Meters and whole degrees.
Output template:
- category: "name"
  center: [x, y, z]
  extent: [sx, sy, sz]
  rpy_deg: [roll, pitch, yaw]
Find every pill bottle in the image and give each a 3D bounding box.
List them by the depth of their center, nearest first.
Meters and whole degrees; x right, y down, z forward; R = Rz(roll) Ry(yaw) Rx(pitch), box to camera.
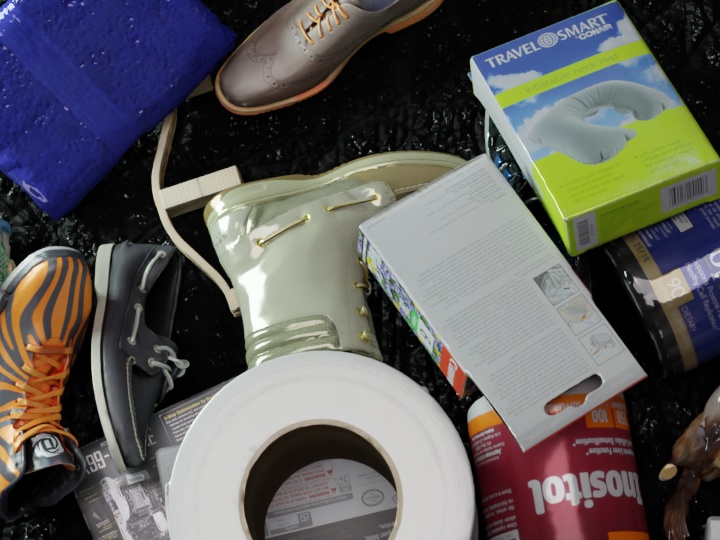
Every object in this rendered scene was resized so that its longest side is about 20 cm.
- category: "pill bottle"
  center: [0.144, 0.182, 1.672]
  extent: [0.113, 0.113, 0.200]
  rpy_deg: [-10, 76, 3]
- category: "pill bottle"
  center: [0.280, -0.013, 1.707]
  extent: [0.200, 0.112, 0.112]
  rpy_deg: [-26, 75, -1]

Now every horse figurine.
- category: "horse figurine"
  center: [0.266, 0.102, 1.686]
  extent: [0.050, 0.133, 0.200]
  rpy_deg: [37, 95, 10]

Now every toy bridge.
- category: "toy bridge"
  center: [-0.120, -0.059, 1.802]
  extent: [0.067, 0.027, 0.200]
  rpy_deg: [-19, 75, 1]

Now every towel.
- category: "towel"
  center: [-0.209, -0.154, 1.791]
  extent: [0.200, 0.050, 0.148]
  rpy_deg: [-43, 103, 8]

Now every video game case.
- category: "video game case"
  center: [-0.029, 0.191, 1.683]
  extent: [0.200, 0.023, 0.182]
  rpy_deg: [-13, 75, 0]

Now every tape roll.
- category: "tape roll"
  center: [-0.021, 0.165, 1.606]
  extent: [0.202, 0.139, 0.203]
  rpy_deg: [-1, 76, 3]

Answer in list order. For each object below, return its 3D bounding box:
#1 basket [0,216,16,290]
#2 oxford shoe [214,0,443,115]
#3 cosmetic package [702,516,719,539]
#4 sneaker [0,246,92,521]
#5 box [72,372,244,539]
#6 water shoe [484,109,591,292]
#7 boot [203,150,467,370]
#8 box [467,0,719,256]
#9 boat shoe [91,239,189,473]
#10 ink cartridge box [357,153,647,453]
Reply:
- category: "basket"
  center: [-0.327, 0.024, 1.726]
  extent: [0.139, 0.176, 0.200]
  rpy_deg: [7, 68, 15]
- category: "oxford shoe"
  center: [-0.026, -0.189, 1.801]
  extent: [0.200, 0.073, 0.071]
  rpy_deg: [-35, 76, -3]
- category: "cosmetic package"
  center: [0.272, 0.272, 1.641]
  extent: [0.090, 0.107, 0.200]
  rpy_deg: [4, 78, 7]
- category: "sneaker"
  center: [-0.221, 0.089, 1.700]
  extent: [0.112, 0.077, 0.200]
  rpy_deg: [48, 127, 49]
- category: "box"
  center: [-0.095, 0.167, 1.731]
  extent: [0.200, 0.050, 0.158]
  rpy_deg: [-25, 75, -1]
- category: "water shoe"
  center: [0.135, -0.056, 1.749]
  extent: [0.071, 0.079, 0.200]
  rpy_deg: [-11, 75, 3]
- category: "boot"
  center: [0.000, 0.000, 1.729]
  extent: [0.200, 0.072, 0.155]
  rpy_deg: [-11, 61, -9]
- category: "box"
  center: [0.163, -0.111, 1.716]
  extent: [0.122, 0.048, 0.200]
  rpy_deg: [-22, 50, -6]
- category: "boat shoe"
  center: [-0.156, 0.056, 1.727]
  extent: [0.063, 0.073, 0.200]
  rpy_deg: [-8, 48, 3]
- category: "ink cartridge box"
  center: [0.096, 0.028, 1.657]
  extent: [0.109, 0.050, 0.200]
  rpy_deg: [-30, 70, -15]
